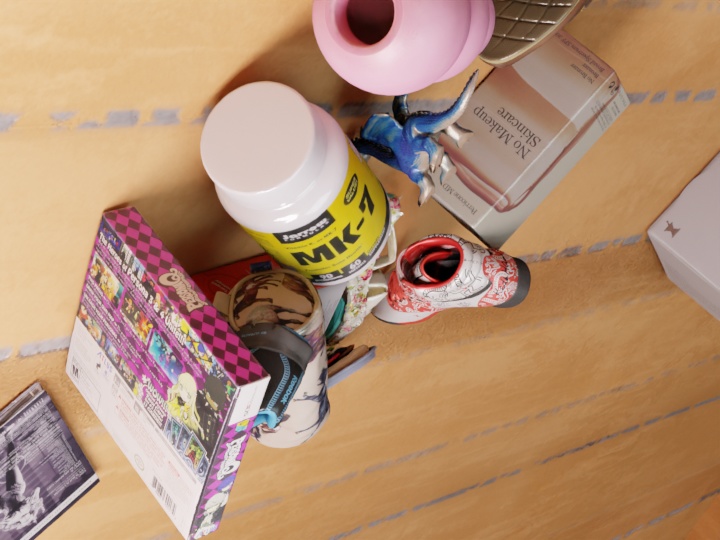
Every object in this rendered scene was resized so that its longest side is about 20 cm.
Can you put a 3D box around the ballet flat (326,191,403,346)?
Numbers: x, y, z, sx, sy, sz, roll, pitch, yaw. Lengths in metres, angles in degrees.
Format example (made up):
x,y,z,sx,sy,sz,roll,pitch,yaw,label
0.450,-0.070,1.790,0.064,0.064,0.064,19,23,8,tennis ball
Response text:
x,y,z,sx,sy,sz,roll,pitch,yaw,label
0.000,0.000,1.649,0.064,0.076,0.201,-4,140,-17,ballet flat

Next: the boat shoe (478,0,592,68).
x,y,z,sx,sy,sz,roll,pitch,yaw,label
0.181,-0.254,1.577,0.200,0.072,0.068,-48,154,-5,boat shoe

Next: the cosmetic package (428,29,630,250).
x,y,z,sx,sy,sz,roll,pitch,yaw,label
0.152,-0.130,1.678,0.200,0.103,0.087,-49,155,0,cosmetic package

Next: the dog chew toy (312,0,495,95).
x,y,z,sx,sy,sz,roll,pitch,yaw,label
0.045,-0.202,1.389,0.125,0.124,0.200,-56,162,20,dog chew toy

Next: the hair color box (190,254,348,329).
x,y,z,sx,sy,sz,roll,pitch,yaw,label
-0.109,0.047,1.567,0.200,0.061,0.102,-17,141,-49,hair color box

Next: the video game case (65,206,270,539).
x,y,z,sx,sy,sz,roll,pitch,yaw,label
-0.157,0.081,1.373,0.036,0.200,0.182,-17,142,-36,video game case

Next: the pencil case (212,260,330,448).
x,y,z,sx,sy,sz,roll,pitch,yaw,label
-0.073,0.078,1.510,0.200,0.089,0.078,87,21,-55,pencil case

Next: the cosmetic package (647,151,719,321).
x,y,z,sx,sy,sz,roll,pitch,yaw,label
0.505,-0.031,2.315,0.167,0.166,0.200,-47,154,-1,cosmetic package

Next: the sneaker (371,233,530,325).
x,y,z,sx,sy,sz,roll,pitch,yaw,label
0.057,0.006,1.697,0.108,0.201,0.068,19,71,-44,sneaker

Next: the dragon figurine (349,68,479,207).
x,y,z,sx,sy,sz,roll,pitch,yaw,label
0.039,-0.122,1.490,0.059,0.099,0.200,-45,168,-24,dragon figurine

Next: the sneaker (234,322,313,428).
x,y,z,sx,sy,sz,roll,pitch,yaw,label
-0.130,0.100,1.420,0.073,0.199,0.082,40,49,-32,sneaker

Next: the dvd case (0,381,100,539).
x,y,z,sx,sy,sz,roll,pitch,yaw,label
-0.307,0.189,1.512,0.149,0.016,0.200,-41,154,-15,dvd case

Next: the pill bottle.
x,y,z,sx,sy,sz,roll,pitch,yaw,label
-0.052,-0.070,1.424,0.114,0.114,0.200,-46,155,-2,pill bottle

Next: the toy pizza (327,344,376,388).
x,y,z,sx,sy,sz,roll,pitch,yaw,label
-0.074,0.118,1.697,0.200,0.032,0.200,-30,180,0,toy pizza
